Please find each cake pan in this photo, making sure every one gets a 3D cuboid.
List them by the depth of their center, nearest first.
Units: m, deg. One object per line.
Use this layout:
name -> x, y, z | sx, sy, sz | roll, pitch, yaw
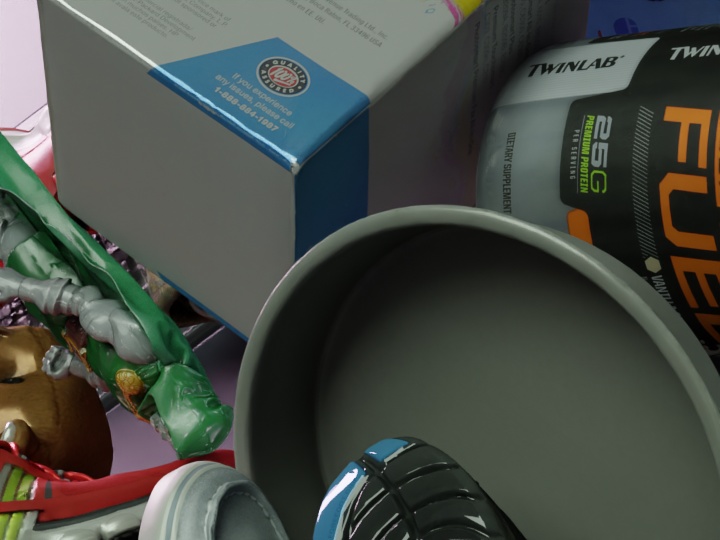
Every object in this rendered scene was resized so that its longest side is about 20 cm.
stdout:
cake pan -> 0.048, 0.071, 0.964 | 0.200, 0.200, 0.037 | -7, 11, 36

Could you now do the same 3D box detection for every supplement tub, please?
supplement tub -> 0.152, -0.030, 1.016 | 0.200, 0.123, 0.123 | -4, 48, 39

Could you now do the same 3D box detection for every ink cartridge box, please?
ink cartridge box -> -0.005, -0.089, 1.080 | 0.129, 0.125, 0.200 | 35, 59, 23

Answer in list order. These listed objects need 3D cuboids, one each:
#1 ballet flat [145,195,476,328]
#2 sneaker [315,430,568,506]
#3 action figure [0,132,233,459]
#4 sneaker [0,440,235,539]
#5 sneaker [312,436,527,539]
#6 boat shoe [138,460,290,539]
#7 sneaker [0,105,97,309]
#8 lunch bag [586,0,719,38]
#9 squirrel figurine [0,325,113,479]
ballet flat -> 0.000, 0.000, 1.164 | 0.200, 0.071, 0.071 | -1, 50, 26
sneaker -> 0.045, 0.068, 1.052 | 0.200, 0.076, 0.081 | -11, 35, 31
action figure -> -0.114, 0.011, 1.126 | 0.055, 0.118, 0.200 | -41, 52, -11
sneaker -> -0.131, 0.089, 1.082 | 0.200, 0.077, 0.085 | -11, 61, -27
sneaker -> 0.052, 0.140, 0.913 | 0.073, 0.082, 0.200 | -41, 57, 12
boat shoe -> -0.017, 0.154, 0.950 | 0.071, 0.070, 0.201 | -28, 70, 38
sneaker -> -0.147, -0.013, 1.316 | 0.200, 0.078, 0.116 | -14, 50, 48
lunch bag -> 0.135, -0.193, 1.201 | 0.150, 0.094, 0.200 | 4, 54, 24
squirrel figurine -> -0.192, 0.110, 1.186 | 0.186, 0.142, 0.200 | -9, 59, 20
